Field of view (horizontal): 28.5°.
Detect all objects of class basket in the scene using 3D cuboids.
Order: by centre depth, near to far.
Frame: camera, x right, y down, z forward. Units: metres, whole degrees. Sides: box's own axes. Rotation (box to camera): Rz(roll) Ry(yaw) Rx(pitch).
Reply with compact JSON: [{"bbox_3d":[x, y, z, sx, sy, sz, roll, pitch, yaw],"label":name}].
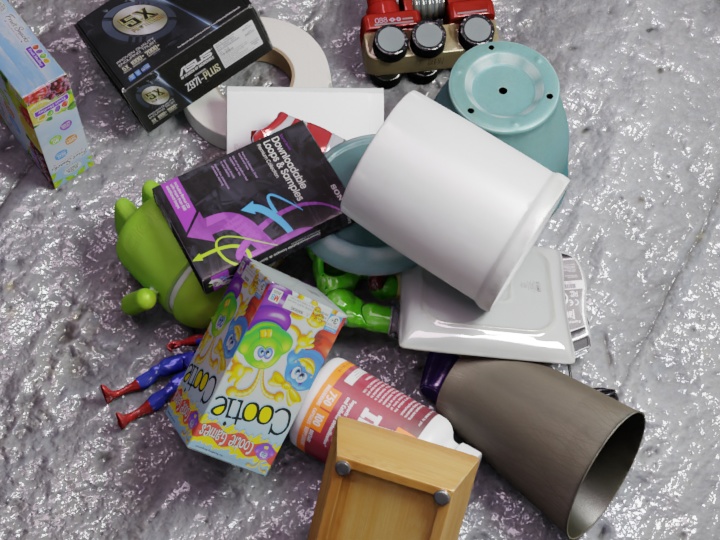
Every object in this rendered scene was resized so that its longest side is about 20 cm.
[{"bbox_3d":[0.193,0.172,1.575,0.200,0.181,0.136,35,48,27],"label":"basket"}]

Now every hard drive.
[{"bbox_3d":[-0.070,-0.165,1.794,0.198,0.026,0.133,0,86,-5],"label":"hard drive"}]

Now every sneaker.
[{"bbox_3d":[-0.108,-0.098,1.736,0.112,0.071,0.201,28,76,-6],"label":"sneaker"}]

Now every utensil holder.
[{"bbox_3d":[0.102,-0.080,1.550,0.199,0.170,0.170,33,65,7],"label":"utensil holder"}]

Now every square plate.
[{"bbox_3d":[0.143,0.024,1.623,0.196,0.029,0.201,5,39,-2],"label":"square plate"}]

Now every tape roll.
[{"bbox_3d":[-0.138,-0.245,1.865,0.201,0.037,0.204,0,61,0],"label":"tape roll"}]

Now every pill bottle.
[{"bbox_3d":[0.030,0.191,1.581,0.199,0.113,0.113,28,64,15],"label":"pill bottle"}]

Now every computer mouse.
[{"bbox_3d":[0.243,0.073,1.693,0.109,0.044,0.201,-4,67,2],"label":"computer mouse"}]

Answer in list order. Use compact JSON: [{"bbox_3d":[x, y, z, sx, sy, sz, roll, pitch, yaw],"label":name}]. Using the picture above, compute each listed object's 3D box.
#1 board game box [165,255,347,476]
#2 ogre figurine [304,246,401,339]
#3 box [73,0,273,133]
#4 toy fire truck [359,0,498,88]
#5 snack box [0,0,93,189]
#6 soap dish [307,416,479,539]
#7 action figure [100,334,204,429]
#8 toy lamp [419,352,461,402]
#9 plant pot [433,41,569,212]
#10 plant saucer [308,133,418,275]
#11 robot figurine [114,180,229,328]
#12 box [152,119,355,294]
[{"bbox_3d":[-0.117,0.104,1.564,0.103,0.105,0.201,24,96,-27],"label":"board game box"},{"bbox_3d":[0.000,0.000,1.698,0.119,0.098,0.201,-5,70,-16],"label":"ogre figurine"},{"bbox_3d":[-0.241,-0.301,1.827,0.199,0.086,0.164,-34,52,-5],"label":"box"},{"bbox_3d":[0.080,-0.352,1.894,0.175,0.129,0.201,-7,71,-5],"label":"toy fire truck"},{"bbox_3d":[-0.414,-0.223,1.755,0.067,0.200,0.169,-33,67,-18],"label":"snack box"},{"bbox_3d":[0.025,0.269,1.495,0.156,0.201,0.081,16,21,7],"label":"soap dish"},{"bbox_3d":[-0.202,0.113,1.661,0.199,0.052,0.066,-27,61,-17],"label":"action figure"},{"bbox_3d":[0.130,0.068,1.684,0.058,0.058,0.201,24,63,12],"label":"toy lamp"},{"bbox_3d":[0.169,-0.173,1.743,0.198,0.188,0.201,1,60,-1],"label":"plant pot"},{"bbox_3d":[0.020,-0.086,1.667,0.198,0.027,0.201,-2,58,4],"label":"plant saucer"},{"bbox_3d":[-0.210,-0.014,1.690,0.175,0.116,0.200,-36,67,-28],"label":"robot figurine"},{"bbox_3d":[-0.121,-0.076,1.634,0.199,0.036,0.143,-26,62,-13],"label":"box"}]
